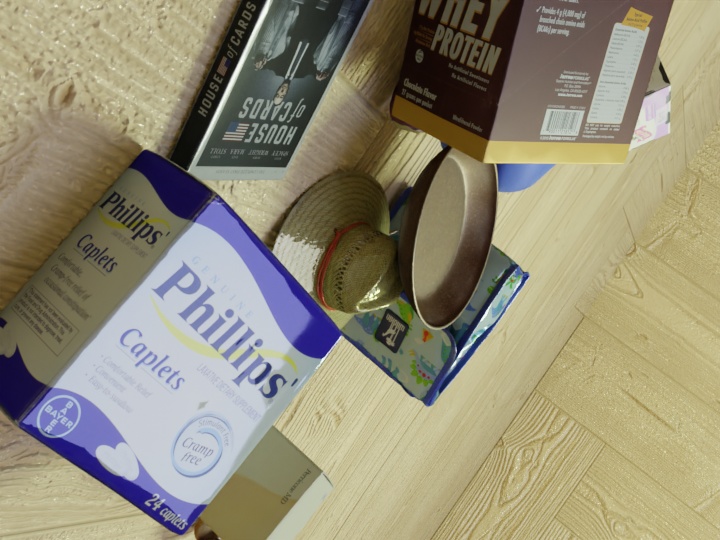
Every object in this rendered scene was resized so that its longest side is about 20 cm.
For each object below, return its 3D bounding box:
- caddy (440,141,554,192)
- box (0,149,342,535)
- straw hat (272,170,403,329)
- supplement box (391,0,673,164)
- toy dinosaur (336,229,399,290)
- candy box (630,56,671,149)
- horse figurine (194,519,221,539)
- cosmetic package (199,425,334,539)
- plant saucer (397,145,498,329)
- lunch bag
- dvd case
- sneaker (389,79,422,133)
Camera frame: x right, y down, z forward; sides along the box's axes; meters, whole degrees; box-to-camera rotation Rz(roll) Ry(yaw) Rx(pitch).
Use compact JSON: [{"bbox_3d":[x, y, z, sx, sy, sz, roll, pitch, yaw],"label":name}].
[{"bbox_3d":[0.179,-0.185,1.172,0.199,0.141,0.106,-39,161,-36],"label":"caddy"},{"bbox_3d":[-0.144,0.055,0.762,0.201,0.104,0.184,-51,134,-11],"label":"box"},{"bbox_3d":[0.000,0.000,1.058,0.200,0.084,0.205,-33,133,-42],"label":"straw hat"},{"bbox_3d":[0.158,-0.214,0.933,0.194,0.132,0.204,-4,116,-38],"label":"supplement box"},{"bbox_3d":[-0.041,0.032,1.164,0.201,0.060,0.106,-54,-178,23],"label":"toy dinosaur"},{"bbox_3d":[0.296,-0.261,1.224,0.070,0.203,0.168,-21,165,11],"label":"candy box"},{"bbox_3d":[-0.155,0.302,1.307,0.133,0.050,0.200,-46,176,33],"label":"horse figurine"},{"bbox_3d":[-0.130,0.161,0.928,0.106,0.199,0.071,-49,160,-13],"label":"cosmetic package"},{"bbox_3d":[0.087,-0.042,1.075,0.200,0.036,0.204,-35,132,-50],"label":"plant saucer"},{"bbox_3d":[0.075,0.032,1.238,0.201,0.169,0.127,-54,161,7],"label":"lunch bag"},{"bbox_3d":[-0.063,-0.162,0.818,0.150,0.025,0.202,-11,132,-63],"label":"dvd case"},{"bbox_3d":[0.089,-0.228,1.013,0.201,0.074,0.090,-52,148,-15],"label":"sneaker"}]
